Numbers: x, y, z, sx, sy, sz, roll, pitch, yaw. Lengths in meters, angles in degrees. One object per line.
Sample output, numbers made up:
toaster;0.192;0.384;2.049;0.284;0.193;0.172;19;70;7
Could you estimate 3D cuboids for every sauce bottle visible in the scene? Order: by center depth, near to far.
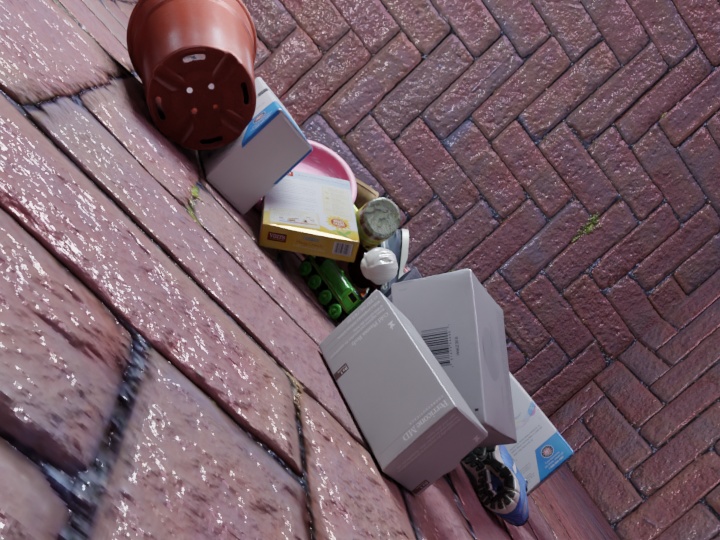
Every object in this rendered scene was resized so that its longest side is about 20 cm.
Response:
sauce bottle;0.005;-0.062;1.133;0.065;0.065;0.200;48;-19;-3

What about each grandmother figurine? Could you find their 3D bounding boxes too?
grandmother figurine;0.000;0.000;1.097;0.123;0.060;0.199;58;-23;-8

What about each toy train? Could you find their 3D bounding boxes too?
toy train;-0.025;0.046;1.055;0.201;0.056;0.042;54;8;29

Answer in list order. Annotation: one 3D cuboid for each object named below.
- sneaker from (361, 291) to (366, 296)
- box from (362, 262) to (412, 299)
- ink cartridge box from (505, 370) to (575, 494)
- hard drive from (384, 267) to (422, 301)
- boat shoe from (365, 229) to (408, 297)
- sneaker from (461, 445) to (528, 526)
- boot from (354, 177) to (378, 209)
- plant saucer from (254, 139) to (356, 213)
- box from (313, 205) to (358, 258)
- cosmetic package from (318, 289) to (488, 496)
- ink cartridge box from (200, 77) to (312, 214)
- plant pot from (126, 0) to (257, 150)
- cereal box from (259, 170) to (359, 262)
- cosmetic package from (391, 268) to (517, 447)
sneaker;0.034;0.052;1.377;0.073;0.077;0.200;49;7;-10
box;0.093;0.098;1.267;0.201;0.044;0.160;50;42;0
ink cartridge box;0.257;0.284;1.242;0.201;0.144;0.085;52;7;23
hard drive;0.090;0.113;1.117;0.135;0.042;0.203;-43;112;-49
boat shoe;0.041;0.024;1.179;0.060;0.205;0.075;8;-11;-3
sneaker;0.208;0.316;1.100;0.090;0.078;0.201;54;12;-26
boot;-0.087;-0.172;1.442;0.198;0.067;0.174;31;-22;-28
plant saucer;-0.105;-0.140;1.198;0.202;0.198;0.051;52;-35;24
box;-0.094;-0.126;1.279;0.201;0.121;0.048;52;-4;19
cosmetic package;0.042;0.132;0.791;0.090;0.107;0.201;44;6;-39
ink cartridge box;-0.166;-0.196;1.078;0.084;0.144;0.201;46;7;-31
plant pot;-0.233;-0.285;1.011;0.201;0.199;0.197;44;16;-39
cereal box;-0.079;-0.090;1.068;0.140;0.040;0.202;10;30;-11
cosmetic package;0.133;0.133;0.989;0.200;0.120;0.204;38;46;-59
